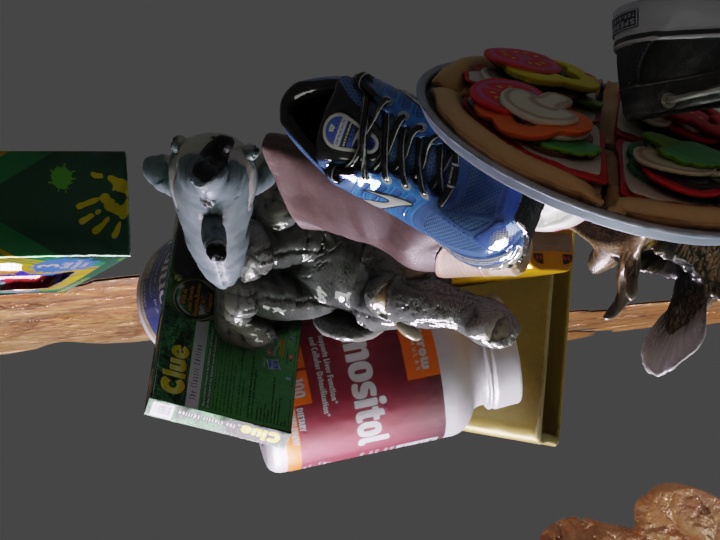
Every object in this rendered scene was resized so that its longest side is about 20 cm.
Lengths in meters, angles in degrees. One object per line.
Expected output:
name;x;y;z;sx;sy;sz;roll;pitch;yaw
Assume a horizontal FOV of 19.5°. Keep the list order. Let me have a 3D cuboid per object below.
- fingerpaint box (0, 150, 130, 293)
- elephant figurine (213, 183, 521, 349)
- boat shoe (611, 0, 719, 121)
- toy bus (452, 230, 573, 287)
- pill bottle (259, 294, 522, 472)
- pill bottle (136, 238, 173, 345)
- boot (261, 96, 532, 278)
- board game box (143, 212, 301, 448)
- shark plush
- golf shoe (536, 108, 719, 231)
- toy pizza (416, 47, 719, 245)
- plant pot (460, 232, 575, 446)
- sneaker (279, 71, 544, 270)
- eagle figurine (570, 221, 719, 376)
fingerpaint box;-0.257;-0.027;1.398;0.166;0.074;0.200;-1;173;-21
elephant figurine;0.000;0.000;1.484;0.198;0.156;0.142;6;152;-11
boat shoe;0.224;-0.101;1.046;0.198;0.069;0.074;-2;174;-15
toy bus;0.092;-0.031;1.559;0.199;0.079;0.065;-9;172;39
pill bottle;0.016;0.078;1.582;0.198;0.114;0.113;-12;175;-7
pill bottle;-0.097;0.012;1.692;0.110;0.112;0.200;-1;173;-28
boot;0.011;-0.059;1.278;0.165;0.073;0.200;13;156;22
board game box;-0.093;0.035;1.515;0.104;0.201;0.024;17;134;-12
shark plush;-0.082;-0.042;1.313;0.090;0.084;0.200;1;172;-14
golf shoe;0.132;-0.076;1.275;0.091;0.076;0.199;17;157;-39
toy pizza;0.126;-0.072;1.069;0.199;0.032;0.201;15;-156;-7
plant pot;0.069;0.040;1.751;0.198;0.196;0.195;4;176;11
sneaker;0.022;-0.056;1.110;0.089;0.079;0.200;14;-173;-39
eagle figurine;0.258;-0.029;1.434;0.198;0.152;0.152;-6;139;-22
